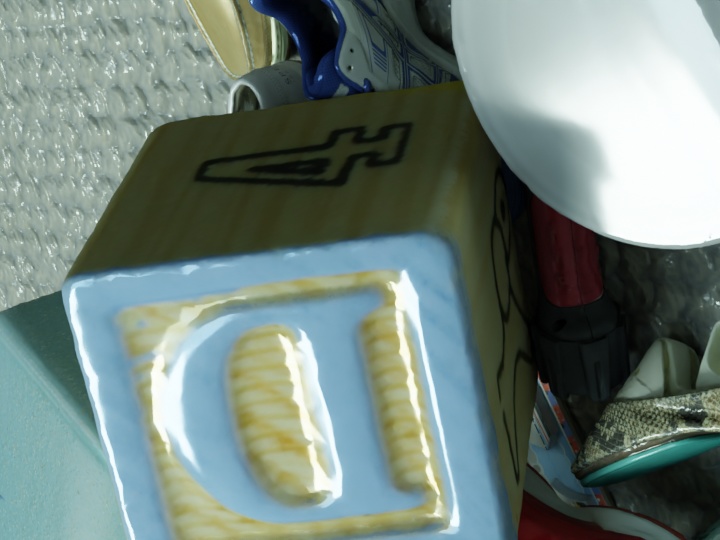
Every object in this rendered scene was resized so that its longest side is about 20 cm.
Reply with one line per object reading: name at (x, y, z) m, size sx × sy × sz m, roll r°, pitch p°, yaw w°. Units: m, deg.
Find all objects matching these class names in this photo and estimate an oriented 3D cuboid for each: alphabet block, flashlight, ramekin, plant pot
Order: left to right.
plant pot at (-0.103, 0.131, 1.353) m, size 0.200 × 0.195 × 0.197 m, roll 46°, pitch 141°, yaw 34°
alphabet block at (-0.020, 0.034, 1.109) m, size 0.195 × 0.200 × 0.196 m, roll -5°, pitch 113°, yaw 11°
flashlight at (0.110, -0.028, 1.141) m, size 0.068 × 0.068 × 0.201 m, roll 8°, pitch 118°, yaw 37°
ramekin at (0.150, -0.118, 0.994) m, size 0.202 × 0.094 × 0.203 m, roll 17°, pitch 120°, yaw 32°

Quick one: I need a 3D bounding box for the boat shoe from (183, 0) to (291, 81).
boat shoe at (-0.104, -0.199, 1.268) m, size 0.072 × 0.076 × 0.201 m, roll -6°, pitch 109°, yaw 50°

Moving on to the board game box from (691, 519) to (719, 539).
board game box at (0.197, 0.235, 1.198) m, size 0.148 × 0.064 × 0.200 m, roll 50°, pitch 137°, yaw 8°

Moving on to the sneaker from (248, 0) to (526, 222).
sneaker at (0.011, -0.098, 1.192) m, size 0.200 × 0.088 × 0.075 m, roll 53°, pitch 140°, yaw 8°

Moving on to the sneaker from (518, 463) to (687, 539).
sneaker at (0.090, 0.168, 1.126) m, size 0.199 × 0.115 × 0.079 m, roll 24°, pitch 127°, yaw 32°

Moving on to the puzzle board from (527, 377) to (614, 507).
puzzle board at (0.094, 0.142, 1.308) m, size 0.150 × 0.017 × 0.201 m, roll -21°, pitch 97°, yaw 52°

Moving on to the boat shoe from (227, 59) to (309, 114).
boat shoe at (-0.060, -0.021, 1.256) m, size 0.071 × 0.069 × 0.201 m, roll 9°, pitch 104°, yaw 37°

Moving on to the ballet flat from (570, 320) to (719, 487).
ballet flat at (0.188, 0.065, 1.123) m, size 0.200 × 0.068 × 0.076 m, roll -17°, pitch 78°, yaw 47°
